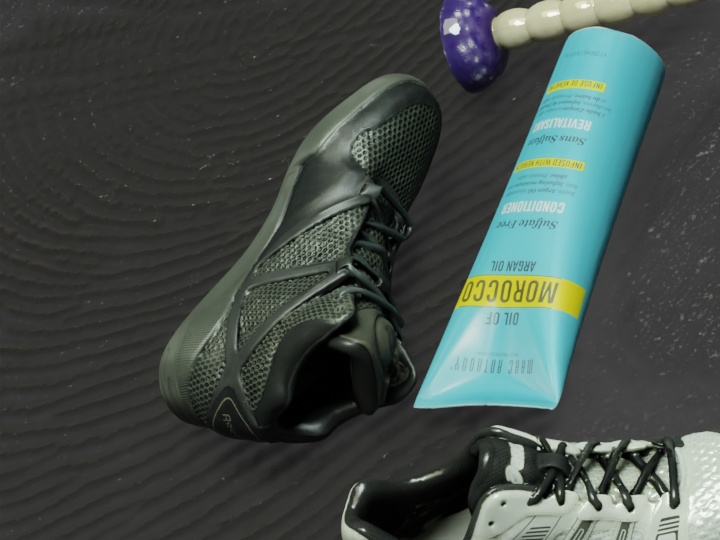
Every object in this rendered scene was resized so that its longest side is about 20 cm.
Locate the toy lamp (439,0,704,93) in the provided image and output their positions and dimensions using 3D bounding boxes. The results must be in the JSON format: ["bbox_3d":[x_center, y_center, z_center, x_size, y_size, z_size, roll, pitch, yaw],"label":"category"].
[{"bbox_3d":[0.138,-0.132,1.406,0.199,0.058,0.058,-15,44,26],"label":"toy lamp"}]

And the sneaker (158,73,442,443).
[{"bbox_3d":[0.000,0.000,1.360,0.114,0.076,0.200,19,66,43],"label":"sneaker"}]

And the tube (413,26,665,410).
[{"bbox_3d":[0.089,-0.020,1.342,0.077,0.050,0.200,-5,53,42],"label":"tube"}]

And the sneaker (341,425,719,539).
[{"bbox_3d":[0.086,0.101,1.188,0.199,0.088,0.076,-20,40,16],"label":"sneaker"}]
